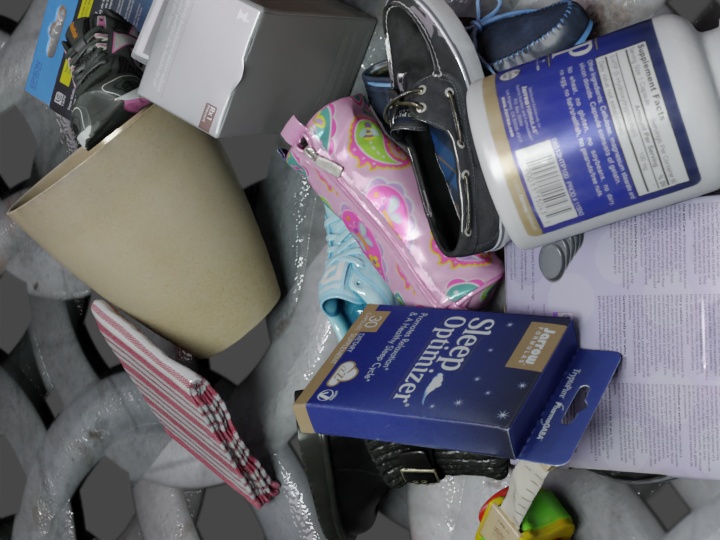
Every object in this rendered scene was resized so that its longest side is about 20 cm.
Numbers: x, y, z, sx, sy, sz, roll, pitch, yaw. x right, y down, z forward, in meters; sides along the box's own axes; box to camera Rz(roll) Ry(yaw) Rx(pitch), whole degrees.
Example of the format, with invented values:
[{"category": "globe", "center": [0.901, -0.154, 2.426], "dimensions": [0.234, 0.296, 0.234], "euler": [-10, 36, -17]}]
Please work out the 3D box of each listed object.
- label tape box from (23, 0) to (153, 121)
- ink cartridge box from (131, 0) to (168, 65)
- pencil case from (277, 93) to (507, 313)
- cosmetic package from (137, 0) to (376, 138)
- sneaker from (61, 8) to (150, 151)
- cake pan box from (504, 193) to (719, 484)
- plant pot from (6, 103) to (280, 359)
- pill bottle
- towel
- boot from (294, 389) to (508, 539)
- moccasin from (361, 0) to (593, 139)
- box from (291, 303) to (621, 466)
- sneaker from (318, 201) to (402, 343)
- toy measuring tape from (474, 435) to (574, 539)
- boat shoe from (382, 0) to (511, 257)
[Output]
[{"category": "label tape box", "center": [-0.222, -0.197, 1.312], "dimensions": [0.200, 0.063, 0.145], "euler": [32, 110, 36]}, {"category": "ink cartridge box", "center": [-0.100, -0.251, 1.139], "dimensions": [0.043, 0.173, 0.201], "euler": [27, 100, 14]}, {"category": "pencil case", "center": [0.024, -0.044, 1.059], "dimensions": [0.200, 0.087, 0.087], "euler": [51, 121, 11]}, {"category": "cosmetic package", "center": [-0.076, -0.170, 1.093], "dimensions": [0.090, 0.200, 0.107], "euler": [30, 107, 22]}, {"category": "sneaker", "center": [-0.213, -0.163, 1.131], "dimensions": [0.080, 0.200, 0.086], "euler": [-37, 106, 8]}, {"category": "cake pan box", "center": [0.188, 0.049, 0.968], "dimensions": [0.184, 0.052, 0.201], "euler": [-4, 87, 43]}, {"category": "plant pot", "center": [-0.164, -0.029, 1.179], "dimensions": [0.187, 0.187, 0.200], "euler": [-26, 107, 37]}, {"category": "pill bottle", "center": [0.180, -0.098, 0.903], "dimensions": [0.199, 0.120, 0.120], "euler": [-18, 77, 14]}, {"category": "towel", "center": [-0.149, 0.113, 1.188], "dimensions": [0.146, 0.200, 0.030], "euler": [31, 66, 36]}, {"category": "boot", "center": [0.038, 0.145, 1.070], "dimensions": [0.157, 0.211, 0.080], "euler": [-9, 61, 0]}, {"category": "moccasin", "center": [0.077, -0.155, 1.034], "dimensions": [0.199, 0.081, 0.068], "euler": [-24, 114, 37]}, {"category": "box", "center": [0.066, 0.074, 0.949], "dimensions": [0.199, 0.121, 0.033], "euler": [4, 127, 30]}, {"category": "sneaker", "center": [0.000, 0.000, 1.109], "dimensions": [0.074, 0.082, 0.201], "euler": [-30, 71, 35]}, {"category": "toy measuring tape", "center": [0.126, 0.168, 0.983], "dimensions": [0.074, 0.073, 0.200], "euler": [52, 150, 28]}, {"category": "boat shoe", "center": [0.050, -0.103, 0.987], "dimensions": [0.070, 0.066, 0.201], "euler": [-9, 100, 52]}]
